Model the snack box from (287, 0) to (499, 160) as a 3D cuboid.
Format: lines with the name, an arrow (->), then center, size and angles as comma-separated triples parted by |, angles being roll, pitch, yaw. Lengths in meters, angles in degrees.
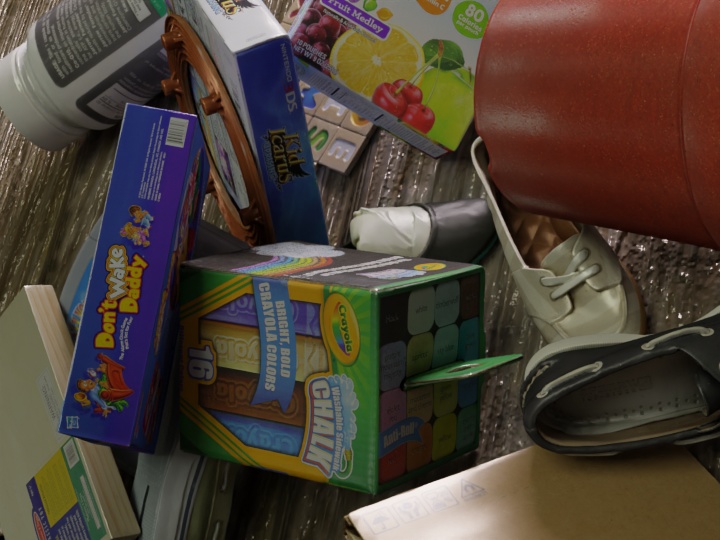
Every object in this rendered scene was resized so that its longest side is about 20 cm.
snack box -> 0.047, -0.201, 1.089 | 0.201, 0.142, 0.053 | -62, 11, -9

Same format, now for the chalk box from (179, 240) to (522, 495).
chalk box -> 0.000, 0.058, 0.948 | 0.199, 0.125, 0.125 | 9, 102, 36

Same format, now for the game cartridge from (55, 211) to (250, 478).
game cartridge -> -0.155, 0.049, 1.093 | 0.133, 0.040, 0.201 | 29, 113, 20

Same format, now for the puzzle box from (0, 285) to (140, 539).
puzzle box -> -0.228, 0.129, 1.095 | 0.133, 0.025, 0.201 | -43, 61, 39

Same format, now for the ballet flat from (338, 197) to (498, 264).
ballet flat -> 0.000, 0.000, 1.058 | 0.200, 0.068, 0.068 | -31, 46, 21

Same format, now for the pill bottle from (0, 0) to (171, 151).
pill bottle -> -0.215, -0.193, 1.323 | 0.200, 0.113, 0.113 | -31, 49, 21

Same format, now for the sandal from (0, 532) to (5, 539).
sandal -> -0.270, 0.233, 1.151 | 0.200, 0.055, 0.082 | -31, 50, 20

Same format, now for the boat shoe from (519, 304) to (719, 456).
boat shoe -> 0.184, 0.058, 0.833 | 0.199, 0.074, 0.060 | -9, 21, 13

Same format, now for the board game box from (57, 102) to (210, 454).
board game box -> -0.138, 0.011, 0.964 | 0.045, 0.134, 0.201 | 10, 80, 0

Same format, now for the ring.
ring -> -0.110, -0.090, 1.125 | 0.019, 0.201, 0.201 | -21, 44, -12

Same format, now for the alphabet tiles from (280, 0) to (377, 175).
alphabet tiles -> -0.030, -0.154, 1.221 | 0.167, 0.008, 0.200 | 26, 82, 45

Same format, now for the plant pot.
plant pot -> 0.183, -0.098, 0.868 | 0.195, 0.201, 0.201 | 7, 69, 41

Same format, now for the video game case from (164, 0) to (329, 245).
video game case -> -0.087, -0.127, 1.113 | 0.045, 0.200, 0.181 | -22, 44, -13

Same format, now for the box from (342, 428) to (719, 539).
box -> 0.115, 0.156, 0.811 | 0.199, 0.021, 0.164 | -16, 41, -23

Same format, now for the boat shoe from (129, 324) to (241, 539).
boat shoe -> -0.112, 0.121, 1.043 | 0.072, 0.062, 0.201 | 28, 106, 55

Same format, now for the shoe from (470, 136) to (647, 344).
shoe -> 0.119, -0.014, 0.977 | 0.070, 0.053, 0.200 | -38, 46, 16
